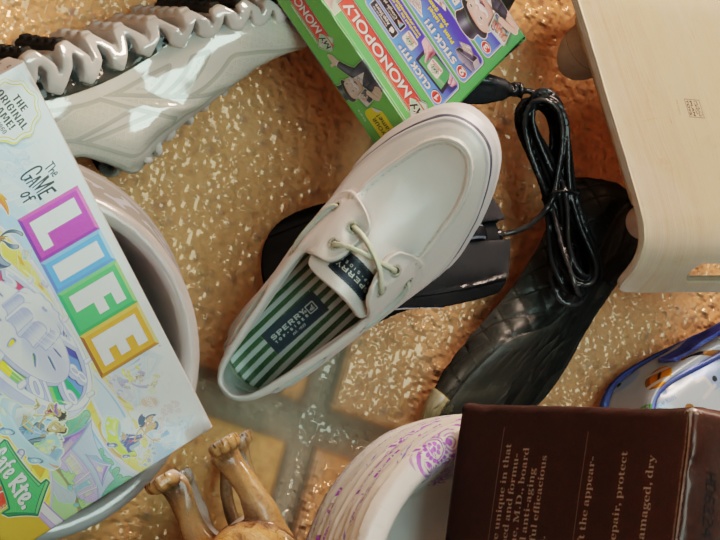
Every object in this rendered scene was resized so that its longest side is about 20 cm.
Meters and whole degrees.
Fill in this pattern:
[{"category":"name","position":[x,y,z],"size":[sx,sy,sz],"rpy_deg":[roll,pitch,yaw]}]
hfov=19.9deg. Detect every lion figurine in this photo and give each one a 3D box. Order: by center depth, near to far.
[{"category":"lion figurine","position":[-0.053,0.147,1.021],"size":[0.072,0.200,0.123],"rpy_deg":[-30,87,5]}]

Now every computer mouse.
[{"category":"computer mouse","position":[0.040,-0.044,1.147],"size":[0.198,0.046,0.142],"rpy_deg":[-5,81,-13]}]

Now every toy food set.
[{"category":"toy food set","position":[0.180,-0.082,1.219],"size":[0.142,0.060,0.202],"rpy_deg":[1,66,-37]}]

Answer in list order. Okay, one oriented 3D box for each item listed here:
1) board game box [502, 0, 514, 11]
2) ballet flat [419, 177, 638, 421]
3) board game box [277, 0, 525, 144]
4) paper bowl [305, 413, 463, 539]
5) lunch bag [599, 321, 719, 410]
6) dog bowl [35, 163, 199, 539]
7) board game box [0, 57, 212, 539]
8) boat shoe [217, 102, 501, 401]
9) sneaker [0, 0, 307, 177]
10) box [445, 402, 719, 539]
[{"category":"board game box","position":[-0.004,-0.182,1.170],"size":[0.200,0.023,0.105],"rpy_deg":[39,71,-22]},{"category":"ballet flat","position":[0.098,0.028,1.206],"size":[0.200,0.057,0.067],"rpy_deg":[-50,138,-18]},{"category":"board game box","position":[-0.001,-0.176,1.114],"size":[0.201,0.029,0.135],"rpy_deg":[55,44,-10]},{"category":"paper bowl","position":[0.057,0.180,1.130],"size":[0.199,0.104,0.203],"rpy_deg":[3,84,-30]},{"category":"lunch bag","position":[0.248,0.099,1.263],"size":[0.199,0.075,0.162],"rpy_deg":[-24,96,-28]},{"category":"dog bowl","position":[-0.170,0.043,1.014],"size":[0.198,0.059,0.202],"rpy_deg":[-3,99,-23]},{"category":"board game box","position":[-0.172,0.021,0.959],"size":[0.134,0.034,0.201],"rpy_deg":[-32,109,-16]},{"category":"boat shoe","position":[0.000,0.000,1.069],"size":[0.073,0.067,0.200],"rpy_deg":[39,111,-2]},{"category":"sneaker","position":[-0.113,-0.098,1.082],"size":[0.198,0.075,0.082],"rpy_deg":[-19,106,-24]},{"category":"box","position":[0.157,0.159,1.015],"size":[0.164,0.199,0.166],"rpy_deg":[12,81,-28]}]
